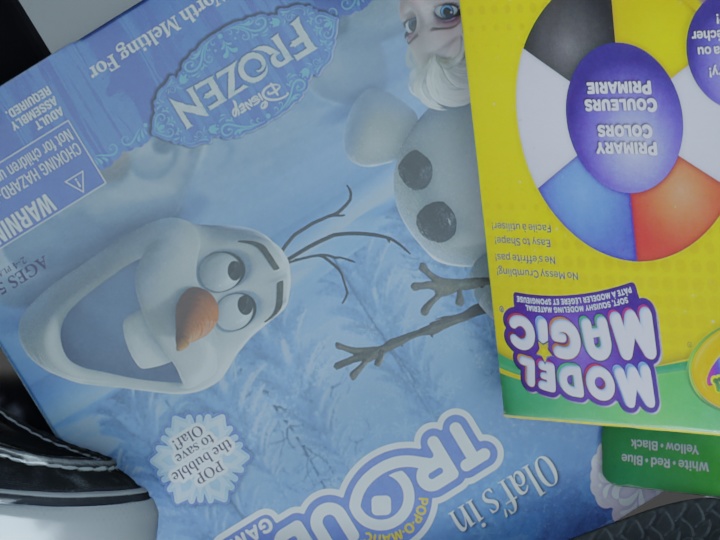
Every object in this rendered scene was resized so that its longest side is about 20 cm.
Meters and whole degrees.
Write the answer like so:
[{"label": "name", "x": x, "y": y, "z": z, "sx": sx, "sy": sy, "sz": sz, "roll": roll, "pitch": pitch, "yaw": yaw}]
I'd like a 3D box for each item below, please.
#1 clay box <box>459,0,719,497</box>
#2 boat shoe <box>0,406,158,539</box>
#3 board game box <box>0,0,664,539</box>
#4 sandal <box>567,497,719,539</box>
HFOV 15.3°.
[{"label": "clay box", "x": 0.085, "y": -0.033, "z": 0.696, "sx": 0.047, "sy": 0.114, "sz": 0.202, "roll": -14, "pitch": 101, "yaw": -44}, {"label": "boat shoe", "x": -0.147, "y": 0.033, "z": 0.747, "sx": 0.199, "sy": 0.072, "sz": 0.068, "roll": 14, "pitch": 92, "yaw": 16}, {"label": "board game box", "x": 0.000, "y": 0.000, "z": 0.776, "sx": 0.199, "sy": 0.043, "sz": 0.200, "roll": -32, "pitch": 96, "yaw": 0}, {"label": "sandal", "x": 0.023, "y": 0.115, "z": 0.734, "sx": 0.199, "sy": 0.043, "sz": 0.077, "roll": -9, "pitch": 63, "yaw": 5}]
